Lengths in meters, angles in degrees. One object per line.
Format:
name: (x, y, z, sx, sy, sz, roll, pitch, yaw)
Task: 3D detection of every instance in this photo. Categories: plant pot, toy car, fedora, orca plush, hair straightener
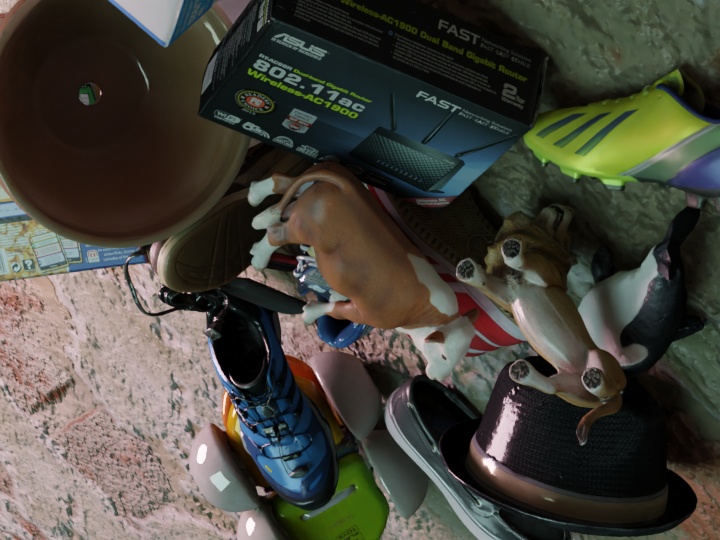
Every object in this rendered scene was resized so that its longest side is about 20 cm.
plant pot: (-0.183, -0.123, 1.479, 0.202, 0.200, 0.093, 59, 166, -23)
toy car: (-0.051, 0.161, 1.820, 0.201, 0.174, 0.150, 59, 180, -23)
fedora: (0.159, 0.120, 1.538, 0.199, 0.200, 0.092, 20, 111, 34)
orca plush: (0.208, 0.022, 1.450, 0.201, 0.070, 0.106, 109, 156, -49)
hair straightener: (-0.109, 0.015, 1.597, 0.041, 0.078, 0.199, -2, 170, 38)

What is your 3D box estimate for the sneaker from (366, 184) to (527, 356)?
sneaker: (0.051, -0.013, 1.556, 0.200, 0.071, 0.112, 48, 145, -9)

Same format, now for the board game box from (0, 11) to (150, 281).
board game box: (-0.245, -0.097, 1.572, 0.150, 0.046, 0.202, -6, 107, 10)

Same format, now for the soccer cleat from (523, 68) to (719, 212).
soccer cleat: (0.189, -0.092, 1.335, 0.199, 0.064, 0.085, 15, 109, 45)

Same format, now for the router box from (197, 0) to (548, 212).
router box: (0.006, -0.125, 1.407, 0.198, 0.063, 0.150, 20, 151, -15)

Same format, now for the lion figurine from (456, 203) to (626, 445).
lion figurine: (0.136, 0.040, 1.423, 0.072, 0.122, 0.201, -31, 64, 20)

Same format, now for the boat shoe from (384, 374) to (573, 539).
boat shoe: (0.104, 0.162, 1.709, 0.200, 0.070, 0.066, 48, 151, 10)

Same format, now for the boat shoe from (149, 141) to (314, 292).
boat shoe: (-0.105, -0.049, 1.571, 0.072, 0.200, 0.073, 24, 131, 24)

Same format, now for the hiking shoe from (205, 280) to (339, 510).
hiking shoe: (-0.082, 0.106, 1.684, 0.201, 0.074, 0.087, 65, -168, 2)

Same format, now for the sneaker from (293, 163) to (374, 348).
sneaker: (-0.011, -0.016, 1.610, 0.077, 0.085, 0.201, 23, 142, 30)

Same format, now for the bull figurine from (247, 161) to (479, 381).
bull figurine: (0.000, 0.000, 1.489, 0.121, 0.065, 0.201, -10, 128, 36)

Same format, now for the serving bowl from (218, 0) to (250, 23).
serving bowl: (-0.104, -0.227, 1.493, 0.199, 0.066, 0.201, 30, 145, 23)

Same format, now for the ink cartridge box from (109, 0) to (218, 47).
ink cartridge box: (-0.101, -0.279, 1.302, 0.147, 0.200, 0.145, 39, 150, 7)
